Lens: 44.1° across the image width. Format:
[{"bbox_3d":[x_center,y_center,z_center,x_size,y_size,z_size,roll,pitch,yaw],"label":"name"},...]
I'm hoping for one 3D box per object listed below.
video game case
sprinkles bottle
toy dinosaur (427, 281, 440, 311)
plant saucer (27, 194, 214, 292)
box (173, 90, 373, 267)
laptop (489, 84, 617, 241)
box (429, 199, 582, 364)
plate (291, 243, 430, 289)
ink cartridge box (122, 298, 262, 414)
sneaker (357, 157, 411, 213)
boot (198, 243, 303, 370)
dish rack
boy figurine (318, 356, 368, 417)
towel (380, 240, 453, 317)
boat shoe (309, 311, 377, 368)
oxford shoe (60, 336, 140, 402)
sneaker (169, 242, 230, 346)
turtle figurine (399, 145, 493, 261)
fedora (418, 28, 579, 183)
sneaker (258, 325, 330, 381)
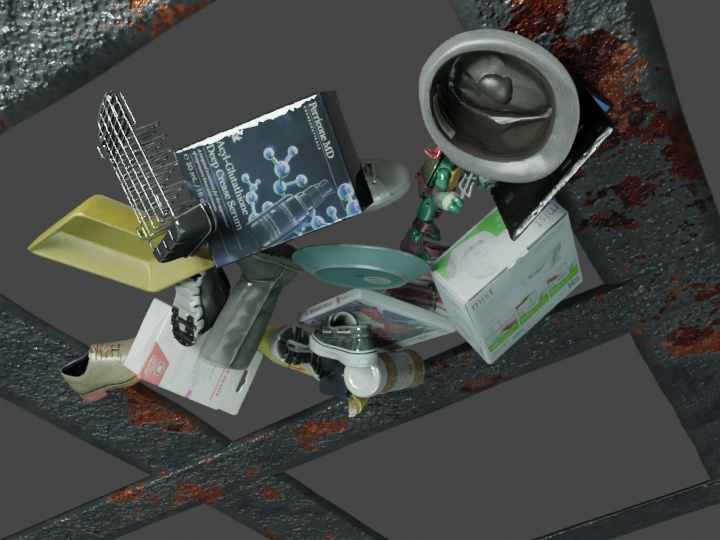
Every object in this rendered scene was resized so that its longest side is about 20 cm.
[{"bbox_3d":[0.025,0.083,1.433,0.197,0.024,0.181,20,154,-31],"label":"video game case"},{"bbox_3d":[0.044,0.169,1.482,0.067,0.070,0.199,-28,166,22],"label":"sprinkles bottle"},{"bbox_3d":[0.147,0.023,1.373,0.086,0.048,0.202,-22,140,-4],"label":"toy dinosaur"},{"bbox_3d":[-0.320,-0.039,1.198,0.197,0.050,0.198,21,156,-33],"label":"plant saucer"},{"bbox_3d":[-0.102,-0.113,1.089,0.196,0.107,0.151,-20,97,12],"label":"box"},{"bbox_3d":[0.258,-0.129,1.120,0.102,0.202,0.178,30,114,-23],"label":"laptop"},{"bbox_3d":[0.218,0.006,1.305,0.199,0.097,0.177,-40,140,-7],"label":"box"},{"bbox_3d":[0.000,0.000,1.242,0.195,0.026,0.200,5,166,1],"label":"plate"},{"bbox_3d":[-0.260,0.141,1.410,0.199,0.118,0.067,32,170,-40],"label":"ink cartridge box"},{"bbox_3d":[-0.029,-0.125,1.171,0.195,0.074,0.085,-6,145,-2],"label":"sneaker"},{"bbox_3d":[-0.181,0.043,1.289,0.180,0.073,0.201,25,110,-44],"label":"boot"},{"bbox_3d":[-0.250,-0.112,1.058,0.054,0.203,0.153,-26,179,-28],"label":"dish rack"},{"bbox_3d":[-0.003,0.189,1.533,0.063,0.128,0.199,0,170,28],"label":"boy figurine"},{"bbox_3d":[0.115,0.033,1.436,0.143,0.030,0.201,12,137,-24],"label":"towel"},{"bbox_3d":[-0.022,0.098,1.362,0.071,0.073,0.199,-1,-176,-26],"label":"boat shoe"},{"bbox_3d":[-0.399,0.147,1.435,0.198,0.071,0.075,-31,129,18],"label":"oxford shoe"},{"bbox_3d":[-0.231,0.009,1.307,0.090,0.066,0.204,-30,138,-49],"label":"sneaker"},{"bbox_3d":[0.121,-0.111,1.208,0.149,0.100,0.202,-32,158,-47],"label":"turtle figurine"},{"bbox_3d":[0.170,-0.206,1.065,0.196,0.091,0.180,16,124,16],"label":"fedora"},{"bbox_3d":[-0.106,0.130,1.486,0.089,0.080,0.199,7,163,34],"label":"sneaker"}]
